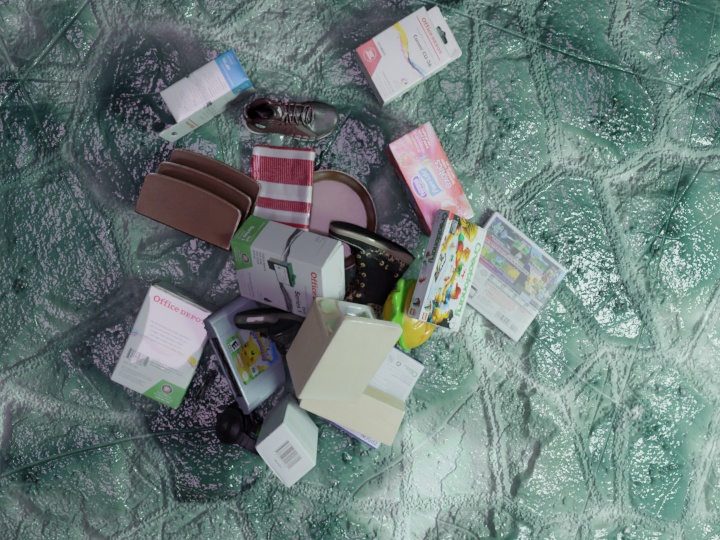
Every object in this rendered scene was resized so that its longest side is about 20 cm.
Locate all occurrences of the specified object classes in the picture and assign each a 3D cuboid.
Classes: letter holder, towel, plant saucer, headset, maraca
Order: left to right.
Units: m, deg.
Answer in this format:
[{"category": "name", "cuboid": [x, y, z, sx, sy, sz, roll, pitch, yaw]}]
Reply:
[{"category": "letter holder", "cuboid": [-0.305, -0.143, 1.245, 0.195, 0.101, 0.146, 22, 97, 2]}, {"category": "headset", "cuboid": [-0.241, 0.289, 1.287, 0.197, 0.124, 0.095, 33, 90, 2]}, {"category": "towel", "cuboid": [-0.160, -0.140, 1.277, 0.140, 0.023, 0.207, 8, 95, 23]}, {"category": "plant saucer", "cuboid": [-0.064, -0.099, 1.311, 0.193, 0.034, 0.207, 0, 95, -2]}, {"category": "maraca", "cuboid": [0.091, 0.083, 1.257, 0.104, 0.199, 0.142, 3, 83, 21]}]

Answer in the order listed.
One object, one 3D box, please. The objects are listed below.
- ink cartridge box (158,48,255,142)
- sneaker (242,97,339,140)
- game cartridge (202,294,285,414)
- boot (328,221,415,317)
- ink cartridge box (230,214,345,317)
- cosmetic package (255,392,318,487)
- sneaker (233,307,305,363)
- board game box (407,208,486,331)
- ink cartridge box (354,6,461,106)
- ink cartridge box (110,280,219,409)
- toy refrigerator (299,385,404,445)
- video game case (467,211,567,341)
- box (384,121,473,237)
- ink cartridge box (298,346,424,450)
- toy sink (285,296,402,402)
[{"category": "ink cartridge box", "cuboid": [-0.305, -0.330, 1.240, 0.197, 0.116, 0.068, -31, 95, -1]}, {"category": "sneaker", "cuboid": [-0.136, -0.294, 1.251, 0.193, 0.116, 0.078, -3, 94, -3]}, {"category": "game cartridge", "cuboid": [-0.220, 0.158, 1.276, 0.040, 0.133, 0.205, -13, 105, 35]}, {"category": "boot", "cuboid": [0.000, 0.000, 1.274, 0.196, 0.073, 0.154, 19, 104, -34]}, {"category": "ink cartridge box", "cuboid": [-0.133, -0.001, 1.224, 0.195, 0.085, 0.149, 16, 136, 19]}, {"category": "cosmetic package", "cuboid": [-0.138, 0.321, 1.253, 0.073, 0.200, 0.103, -38, 94, 0]}, {"category": "sneaker", "cuboid": [-0.157, 0.133, 1.271, 0.195, 0.075, 0.118, 7, 92, -37]}, {"category": "board game box", "cuboid": [0.164, 0.003, 1.215, 0.124, 0.034, 0.206, 17, 89, -44]}, {"category": "ink cartridge box", "cuboid": [0.099, -0.430, 1.278, 0.197, 0.068, 0.118, -32, 95, 0]}, {"category": "ink cartridge box", "cuboid": [-0.380, 0.143, 1.284, 0.142, 0.088, 0.205, 24, 94, -6]}, {"category": "toy refrigerator", "cuboid": [-0.015, 0.262, 1.283, 0.195, 0.070, 0.078, 23, 99, -2]}, {"category": "video game case", "cuboid": [0.300, 0.013, 1.345, 0.198, 0.023, 0.184, 37, 92, -4]}, {"category": "box", "cuboid": [0.134, -0.175, 1.282, 0.093, 0.103, 0.204, -28, 96, -1]}, {"category": "ink cartridge box", "cuboid": [0.001, 0.229, 1.334, 0.197, 0.041, 0.203, 31, 93, -4]}, {"category": "toy sink", "cuboid": [-0.034, 0.127, 1.172, 0.127, 0.113, 0.203, 9, 127, -30]}]
